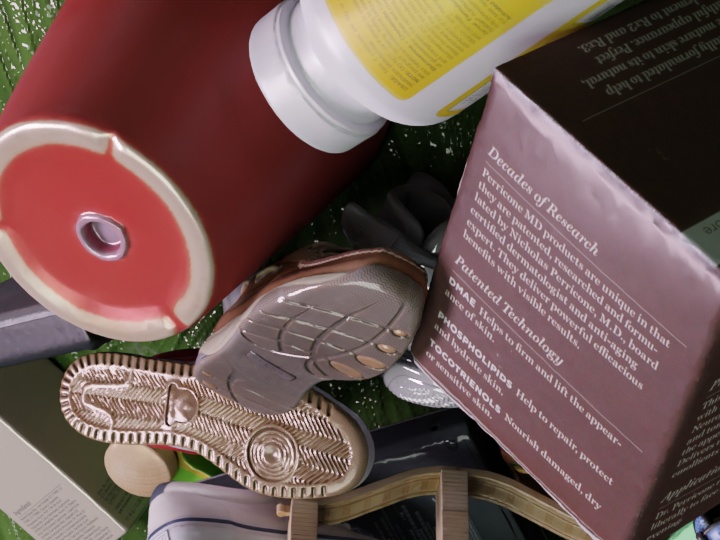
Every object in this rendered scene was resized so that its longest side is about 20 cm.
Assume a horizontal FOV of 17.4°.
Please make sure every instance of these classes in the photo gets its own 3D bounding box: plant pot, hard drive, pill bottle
[{"bbox_3d":[-0.102,-0.069,1.263,0.200,0.178,0.201,15,133,17],"label":"plant pot"},{"bbox_3d":[0.006,0.167,1.445,0.199,0.033,0.140,-18,117,22],"label":"hard drive"},{"bbox_3d":[-0.177,0.021,1.395,0.200,0.139,0.033,-12,102,43],"label":"hard drive"},{"bbox_3d":[0.042,-0.140,1.144,0.200,0.112,0.112,-32,107,32],"label":"pill bottle"}]

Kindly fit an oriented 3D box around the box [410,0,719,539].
[{"bbox_3d":[0.151,-0.003,1.148,0.164,0.166,0.200,44,141,27],"label":"box"}]

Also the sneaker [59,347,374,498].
[{"bbox_3d":[-0.065,0.086,1.384,0.199,0.112,0.072,13,93,26],"label":"sneaker"}]

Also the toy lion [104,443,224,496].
[{"bbox_3d":[-0.040,0.157,1.509,0.191,0.069,0.200,-11,121,28],"label":"toy lion"}]

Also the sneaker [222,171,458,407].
[{"bbox_3d":[0.000,0.000,1.340,0.199,0.075,0.115,16,119,39],"label":"sneaker"}]

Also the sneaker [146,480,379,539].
[{"bbox_3d":[-0.031,0.161,1.380,0.199,0.071,0.073,17,132,-25],"label":"sneaker"}]

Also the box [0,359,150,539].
[{"bbox_3d":[-0.230,0.102,1.559,0.200,0.068,0.082,44,134,-10],"label":"box"}]

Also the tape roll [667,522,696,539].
[{"bbox_3d":[0.253,0.214,1.329,0.200,0.048,0.201,3,100,20],"label":"tape roll"}]

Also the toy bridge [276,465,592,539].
[{"bbox_3d":[0.051,0.143,1.341,0.199,0.067,0.027,5,135,-4],"label":"toy bridge"}]

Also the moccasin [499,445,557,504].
[{"bbox_3d":[0.158,0.082,1.322,0.078,0.074,0.201,41,146,-21],"label":"moccasin"}]

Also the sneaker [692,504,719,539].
[{"bbox_3d":[0.216,0.167,1.271,0.089,0.078,0.201,28,105,20],"label":"sneaker"}]

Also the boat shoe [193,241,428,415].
[{"bbox_3d":[-0.025,0.017,1.236,0.076,0.072,0.200,34,152,-20],"label":"boat shoe"}]
